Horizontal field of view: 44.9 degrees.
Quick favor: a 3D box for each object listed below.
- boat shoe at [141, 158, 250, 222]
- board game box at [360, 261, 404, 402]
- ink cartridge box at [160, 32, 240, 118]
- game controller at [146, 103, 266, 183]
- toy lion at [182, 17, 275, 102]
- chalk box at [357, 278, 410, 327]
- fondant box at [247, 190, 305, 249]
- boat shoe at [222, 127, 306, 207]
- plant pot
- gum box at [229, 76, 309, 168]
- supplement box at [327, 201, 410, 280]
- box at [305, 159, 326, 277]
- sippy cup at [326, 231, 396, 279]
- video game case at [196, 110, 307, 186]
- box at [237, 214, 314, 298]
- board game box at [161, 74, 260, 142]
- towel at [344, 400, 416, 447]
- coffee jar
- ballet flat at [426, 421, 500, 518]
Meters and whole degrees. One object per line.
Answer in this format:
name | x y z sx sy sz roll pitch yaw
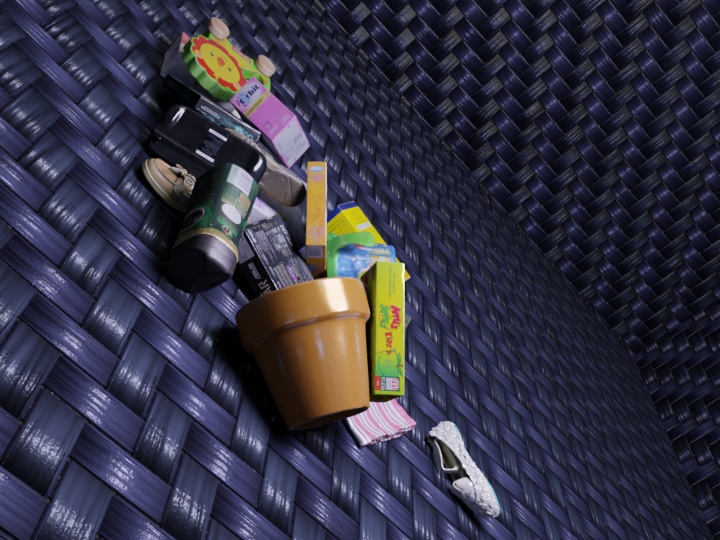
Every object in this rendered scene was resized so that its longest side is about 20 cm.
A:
boat shoe | -0.272 -0.127 1.442 0.200 0.063 0.074 38 24 -33
board game box | 0.032 0.097 1.342 0.047 0.102 0.202 5 75 -13
ink cartridge box | -0.307 -0.384 1.789 0.200 0.067 0.117 37 24 -27
game controller | -0.261 -0.200 1.486 0.199 0.105 0.042 31 -20 -5
toy lion | -0.264 -0.399 1.736 0.199 0.069 0.193 34 34 -32
chalk box | 0.000 0.106 1.511 0.125 0.124 0.200 37 15 3
fondant box | -0.195 -0.125 1.619 0.200 0.058 0.145 35 26 -37
boat shoe | -0.188 -0.183 1.563 0.200 0.072 0.066 34 0 -22
plant pot | -0.068 0.131 1.289 0.200 0.199 0.185 13 58 -60
gum box | -0.170 -0.279 1.677 0.113 0.066 0.200 43 -3 10
supplement box | -0.008 -0.027 1.782 0.201 0.109 0.109 54 20 4
box | -0.080 -0.102 1.594 0.119 0.041 0.201 94 -6 -61
sippy cup | 0.000 0.000 1.639 0.178 0.129 0.141 157 -67 -88
video game case | -0.215 -0.235 1.717 0.182 0.024 0.200 27 10 -49
box | -0.136 0.010 1.485 0.201 0.043 0.160 61 20 -3
board game box | -0.277 -0.298 1.603 0.135 0.028 0.200 29 6 -36
towel | 0.015 0.226 1.514 0.147 0.030 0.200 57 21 17
coffee jar | -0.224 -0.064 1.323 0.085 0.104 0.201 42 39 -31
ballet flat | 0.179 0.372 1.597 0.072 0.072 0.201 21 34 -55
